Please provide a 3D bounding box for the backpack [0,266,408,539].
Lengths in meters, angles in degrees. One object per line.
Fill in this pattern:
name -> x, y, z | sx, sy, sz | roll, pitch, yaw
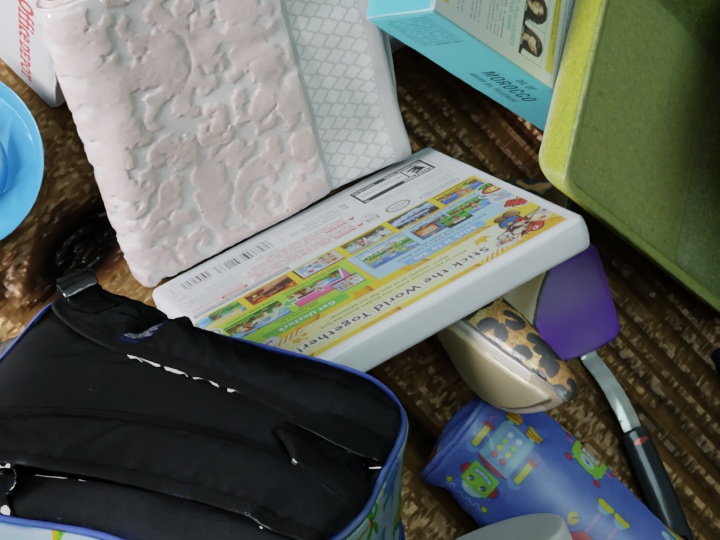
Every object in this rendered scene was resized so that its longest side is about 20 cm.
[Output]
backpack -> -0.080, 0.113, 0.745 | 0.198, 0.148, 0.183 | 10, 32, 18

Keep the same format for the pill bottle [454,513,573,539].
pill bottle -> 0.100, 0.242, 0.875 | 0.113, 0.114, 0.202 | -23, 95, -16

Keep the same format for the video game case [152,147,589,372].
video game case -> 0.000, 0.000, 0.920 | 0.199, 0.182, 0.023 | -28, 116, -16

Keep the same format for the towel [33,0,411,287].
towel -> -0.069, -0.104, 0.925 | 0.190, 0.201, 0.032 | -26, 43, -14

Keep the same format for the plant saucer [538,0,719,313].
plant saucer -> 0.178, -0.099, 0.998 | 0.199, 0.048, 0.202 | 32, 66, -43

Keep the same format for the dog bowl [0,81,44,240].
dog bowl -> -0.281, -0.054, 0.940 | 0.198, 0.050, 0.113 | -3, 76, -11

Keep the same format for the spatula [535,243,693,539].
spatula -> 0.157, 0.083, 0.999 | 0.056, 0.021, 0.202 | -20, 80, -17

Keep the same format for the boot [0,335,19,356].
boot -> -0.242, 0.122, 0.854 | 0.172, 0.069, 0.202 | -11, 52, 15

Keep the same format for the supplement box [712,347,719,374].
supplement box -> 0.327, 0.098, 0.933 | 0.133, 0.200, 0.202 | -16, 79, -14

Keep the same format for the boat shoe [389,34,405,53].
boat shoe -> 0.013, -0.173, 1.014 | 0.200, 0.074, 0.067 | -39, 85, -17

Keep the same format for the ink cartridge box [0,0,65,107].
ink cartridge box -> -0.217, -0.209, 0.943 | 0.200, 0.144, 0.084 | 45, 72, 3

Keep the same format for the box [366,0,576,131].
box -> 0.088, -0.150, 0.970 | 0.199, 0.049, 0.083 | 25, 71, -47

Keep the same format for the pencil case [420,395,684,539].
pencil case -> 0.129, 0.149, 0.947 | 0.200, 0.087, 0.078 | 41, 113, 3

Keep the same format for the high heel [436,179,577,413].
high heel -> 0.101, 0.004, 0.930 | 0.142, 0.200, 0.072 | -34, 119, -13
